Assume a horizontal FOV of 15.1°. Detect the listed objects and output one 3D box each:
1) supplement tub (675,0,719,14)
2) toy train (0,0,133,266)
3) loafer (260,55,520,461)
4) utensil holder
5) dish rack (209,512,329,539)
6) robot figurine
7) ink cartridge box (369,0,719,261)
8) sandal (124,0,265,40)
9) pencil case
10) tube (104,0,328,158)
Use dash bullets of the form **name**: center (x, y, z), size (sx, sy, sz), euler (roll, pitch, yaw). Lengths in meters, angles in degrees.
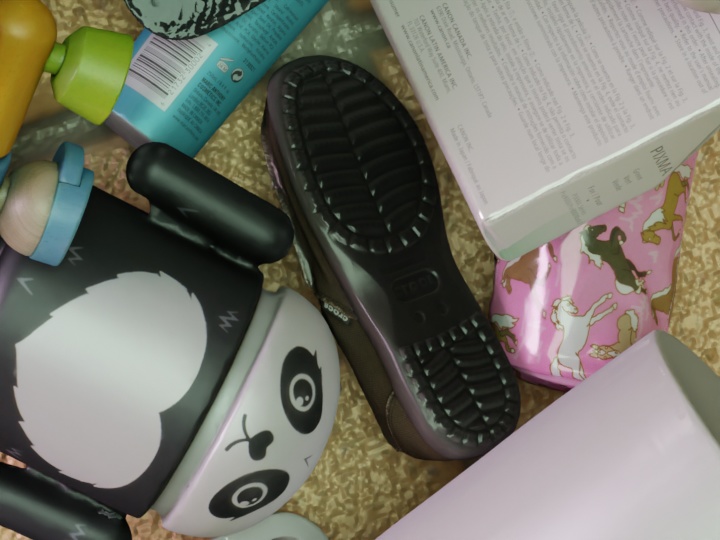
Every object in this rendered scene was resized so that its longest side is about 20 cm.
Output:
- **supplement tub**: center (0.135, -0.215, 1.101), size (0.132, 0.132, 0.200), euler (-26, 64, -6)
- **toy train**: center (-0.139, -0.094, 1.055), size (0.116, 0.085, 0.200), euler (18, 121, -16)
- **loafer**: center (0.000, 0.000, 1.212), size (0.073, 0.071, 0.200), euler (-11, 73, -32)
- **utensil holder**: center (0.097, 0.146, 1.152), size (0.200, 0.170, 0.170), euler (-39, 96, 11)
- **dish rack**: center (-0.081, 0.212, 1.191), size (0.200, 0.044, 0.172), euler (-19, 96, -38)
- **robot figurine**: center (-0.106, 0.036, 1.175), size (0.200, 0.150, 0.125), euler (27, 48, -7)
- **ink cartridge box**: center (0.113, -0.119, 1.169), size (0.200, 0.050, 0.161), euler (-26, 64, 5)
- **sandal**: center (-0.014, -0.163, 1.160), size (0.200, 0.048, 0.075), euler (-35, 99, 6)
- **pencil case**: center (0.112, -0.044, 1.224), size (0.083, 0.086, 0.200), euler (9, 90, 30)
- **tube**: center (-0.041, -0.137, 1.222), size (0.077, 0.050, 0.200), euler (39, 82, -9)
